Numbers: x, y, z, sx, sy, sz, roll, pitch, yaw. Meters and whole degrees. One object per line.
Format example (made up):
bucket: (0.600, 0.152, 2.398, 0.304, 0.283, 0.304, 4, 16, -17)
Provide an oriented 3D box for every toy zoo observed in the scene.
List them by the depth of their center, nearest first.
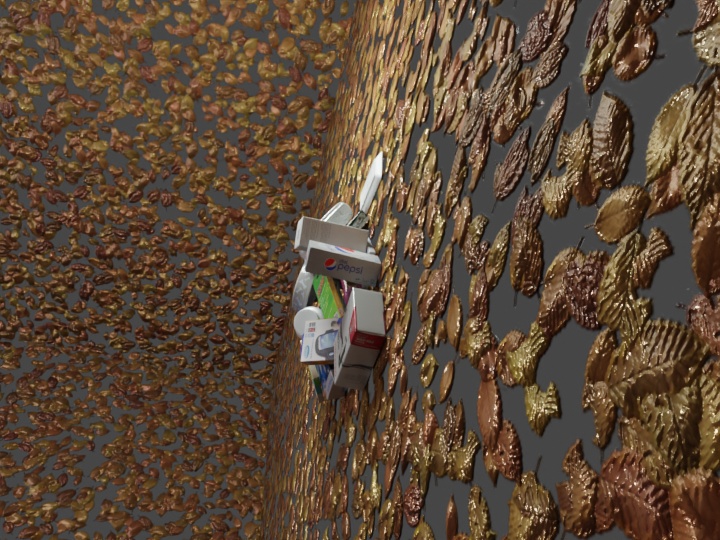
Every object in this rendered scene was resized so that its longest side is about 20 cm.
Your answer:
toy zoo: (-0.145, 0.316, 1.780, 0.203, 0.020, 0.134, 86, 163, -55)

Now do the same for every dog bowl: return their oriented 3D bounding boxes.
dog bowl: (-0.174, 0.055, 1.963, 0.200, 0.057, 0.207, 19, -91, -84)

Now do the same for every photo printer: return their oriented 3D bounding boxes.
photo printer: (-0.116, -0.114, 1.848, 0.167, 0.069, 0.200, -48, 2, -28)

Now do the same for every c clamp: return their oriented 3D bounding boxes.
c clamp: (-0.064, 0.106, 1.777, 0.172, 0.026, 0.204, -58, 45, 46)

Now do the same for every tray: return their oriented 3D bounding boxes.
tray: (0.030, -0.262, 1.801, 0.202, 0.021, 0.110, 114, 161, -51)

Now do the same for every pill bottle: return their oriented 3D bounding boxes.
pill bottle: (-0.148, 0.178, 1.860, 0.200, 0.108, 0.117, 43, -125, -74)

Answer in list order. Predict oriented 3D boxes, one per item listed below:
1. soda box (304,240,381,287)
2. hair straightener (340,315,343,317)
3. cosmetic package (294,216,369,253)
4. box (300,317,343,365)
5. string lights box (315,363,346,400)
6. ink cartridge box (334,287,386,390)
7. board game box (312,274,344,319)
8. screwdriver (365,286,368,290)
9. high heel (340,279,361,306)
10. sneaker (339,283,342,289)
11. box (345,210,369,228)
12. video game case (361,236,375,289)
soda box: (-0.047, -0.018, 1.520, 0.064, 0.193, 0.070, -110, 34, -69)
hair straightener: (-0.051, 0.236, 1.691, 0.078, 0.039, 0.206, -103, 22, -64)
cosmetic package: (-0.083, -0.086, 1.657, 0.107, 0.193, 0.088, 166, 113, -73)
box: (-0.091, 0.198, 1.624, 0.041, 0.194, 0.123, 41, -132, -54)
string lights box: (-0.093, 0.257, 1.691, 0.105, 0.057, 0.203, 109, 147, -43)
ink cartridge box: (-0.006, 0.171, 1.438, 0.149, 0.080, 0.204, -95, 19, -50)
board game box: (-0.096, 0.094, 1.778, 0.096, 0.029, 0.205, -53, 52, 48)
screwdriver: (0.014, 0.066, 1.604, 0.029, 0.027, 0.204, 47, 125, 39)
high heel: (-0.020, 0.053, 1.615, 0.201, 0.065, 0.099, -116, 18, -70)
sneaker: (-0.064, -0.027, 1.865, 0.201, 0.075, 0.119, 100, 178, -66)
box: (-0.048, -0.106, 1.845, 0.138, 0.040, 0.200, -50, 3, -17)
video game case: (0.000, 0.000, 1.715, 0.201, 0.021, 0.188, -110, 32, -69)
